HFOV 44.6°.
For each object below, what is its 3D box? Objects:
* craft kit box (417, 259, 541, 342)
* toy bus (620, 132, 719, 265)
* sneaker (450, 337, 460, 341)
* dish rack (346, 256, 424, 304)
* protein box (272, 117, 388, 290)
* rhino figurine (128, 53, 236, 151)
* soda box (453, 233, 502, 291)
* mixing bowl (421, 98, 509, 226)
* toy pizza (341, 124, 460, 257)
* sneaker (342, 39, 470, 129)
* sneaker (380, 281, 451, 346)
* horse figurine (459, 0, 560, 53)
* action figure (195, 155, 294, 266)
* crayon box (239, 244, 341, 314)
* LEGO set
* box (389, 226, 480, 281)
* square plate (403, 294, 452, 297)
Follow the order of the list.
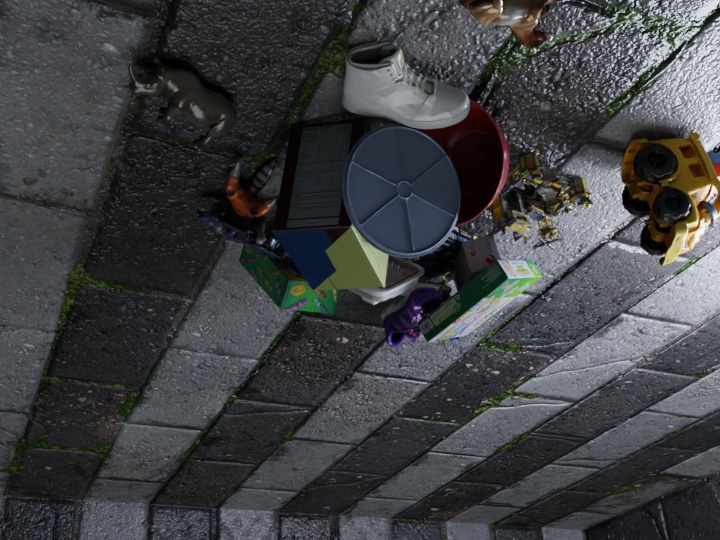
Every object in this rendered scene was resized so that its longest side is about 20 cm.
[{"bbox_3d":[0.225,0.055,1.643,0.199,0.049,0.196,-41,165,24],"label":"craft kit box"},{"bbox_3d":[0.564,-0.131,1.509,0.187,0.204,0.137,-11,151,-4],"label":"toy bus"},{"bbox_3d":[0.169,0.101,1.953,0.198,0.080,0.075,22,141,-37],"label":"sneaker"},{"bbox_3d":[0.000,0.000,1.576,0.171,0.197,0.044,-22,129,-53],"label":"dish rack"},{"bbox_3d":[-0.036,-0.104,1.439,0.132,0.204,0.199,-2,151,18],"label":"protein box"},{"bbox_3d":[-0.267,-0.255,1.310,0.087,0.060,0.199,-40,137,17],"label":"rhino figurine"},{"bbox_3d":[0.226,0.001,1.702,0.067,0.065,0.201,-14,161,-4],"label":"soda box"},{"bbox_3d":[0.164,-0.173,1.412,0.198,0.204,0.107,-27,168,34],"label":"mixing bowl"},{"bbox_3d":[0.061,-0.119,1.327,0.196,0.205,0.032,8,169,-21],"label":"toy pizza"},{"bbox_3d":[0.070,-0.276,1.294,0.195,0.075,0.116,6,150,2],"label":"sneaker"},{"bbox_3d":[0.111,0.087,1.680,0.079,0.085,0.200,11,146,-25],"label":"sneaker"},{"bbox_3d":[0.206,-0.362,1.196,0.196,0.051,0.132,4,167,-29],"label":"horse figurine"},{"bbox_3d":[-0.179,-0.101,1.549,0.197,0.106,0.194,29,147,-8],"label":"action figure"},{"bbox_3d":[-0.133,0.006,1.630,0.117,0.200,0.059,8,111,-35],"label":"crayon box"},{"bbox_3d":[0.327,-0.107,1.583,0.198,0.118,0.153,23,140,-39],"label":"LEGO set"},{"bbox_3d":[0.135,-0.035,1.704,0.157,0.047,0.199,-23,160,27],"label":"box"},{"bbox_3d":[0.078,0.031,1.771,0.195,0.029,0.199,20,177,-34],"label":"square plate"}]
